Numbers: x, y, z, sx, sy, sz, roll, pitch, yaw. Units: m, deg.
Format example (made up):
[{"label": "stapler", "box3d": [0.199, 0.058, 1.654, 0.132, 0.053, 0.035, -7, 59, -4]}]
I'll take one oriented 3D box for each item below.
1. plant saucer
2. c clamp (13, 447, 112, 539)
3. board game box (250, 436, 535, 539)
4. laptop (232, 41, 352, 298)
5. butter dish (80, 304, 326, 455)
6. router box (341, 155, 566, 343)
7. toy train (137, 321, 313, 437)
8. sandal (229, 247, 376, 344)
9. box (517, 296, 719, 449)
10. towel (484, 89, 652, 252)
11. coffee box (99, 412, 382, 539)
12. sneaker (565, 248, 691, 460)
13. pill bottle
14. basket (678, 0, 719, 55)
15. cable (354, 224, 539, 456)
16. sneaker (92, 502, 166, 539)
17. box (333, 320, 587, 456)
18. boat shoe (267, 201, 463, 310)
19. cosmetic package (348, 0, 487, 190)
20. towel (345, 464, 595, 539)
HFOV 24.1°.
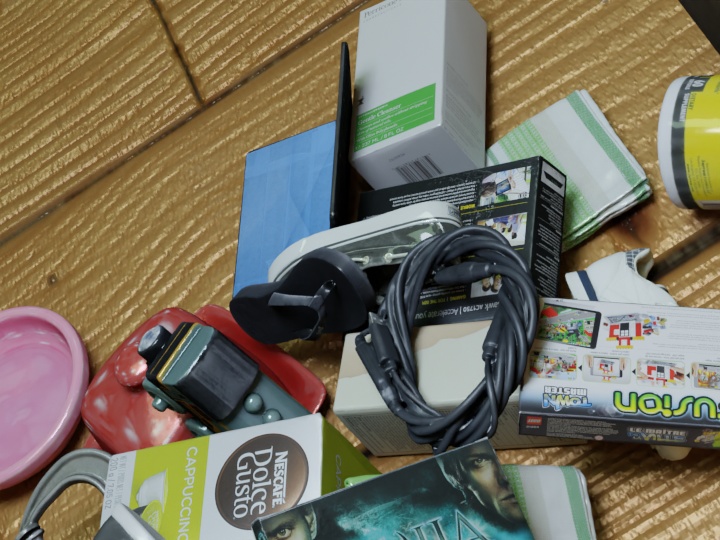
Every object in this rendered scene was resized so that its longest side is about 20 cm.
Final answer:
[{"label": "plant saucer", "box3d": [-0.348, 0.133, 1.670, 0.199, 0.051, 0.202, -15, 54, 21]}, {"label": "c clamp", "box3d": [-0.233, 0.264, 1.468, 0.171, 0.027, 0.200, -40, 73, 8]}, {"label": "board game box", "box3d": [0.034, 0.211, 1.212, 0.199, 0.028, 0.136, -16, 73, -28]}, {"label": "laptop", "box3d": [-0.068, -0.082, 1.589, 0.115, 0.200, 0.188, 1, 62, 3]}, {"label": "butter dish", "box3d": [-0.170, 0.114, 1.517, 0.200, 0.148, 0.200, -50, 50, -8]}, {"label": "router box", "box3d": [0.081, -0.009, 1.489, 0.199, 0.051, 0.150, -10, 63, 37]}, {"label": "toy train", "box3d": [-0.098, 0.117, 1.407, 0.085, 0.200, 0.114, -53, 22, -16]}, {"label": "sandal", "box3d": [-0.052, 0.035, 1.459, 0.043, 0.076, 0.200, -49, 13, -33]}, {"label": "box", "box3d": [0.223, 0.079, 1.304, 0.198, 0.035, 0.111, 4, 55, 6]}, {"label": "towel", "box3d": [0.153, -0.064, 1.539, 0.199, 0.031, 0.150, -34, 47, 8]}, {"label": "coffee box", "box3d": [-0.075, 0.257, 1.332, 0.197, 0.200, 0.201, -13, 54, 21]}, {"label": "sneaker", "box3d": [0.235, 0.063, 1.377, 0.080, 0.077, 0.201, -22, 52, 2]}, {"label": "pill bottle", "box3d": [0.356, -0.108, 1.392, 0.199, 0.114, 0.115, 0, 60, 29]}, {"label": "basket", "box3d": [0.345, -0.254, 1.438, 0.180, 0.200, 0.136, -45, 50, -4]}, {"label": "cable", "box3d": [0.079, 0.056, 1.340, 0.163, 0.051, 0.200, -45, 38, 11]}, {"label": "sneaker", "box3d": [-0.148, 0.257, 1.199, 0.099, 0.071, 0.200, -49, 45, -5]}, {"label": "box", "box3d": [0.088, 0.099, 1.418, 0.199, 0.095, 0.078, -6, 57, 24]}, {"label": "boat shoe", "box3d": [0.000, 0.000, 1.467, 0.199, 0.071, 0.064, -21, 55, 31]}, {"label": "cosmetic package", "box3d": [0.057, -0.171, 1.608, 0.107, 0.085, 0.201, -21, 47, 27]}, {"label": "towel", "box3d": [0.089, 0.222, 1.272, 0.199, 0.031, 0.150, 0, 65, -22]}]
